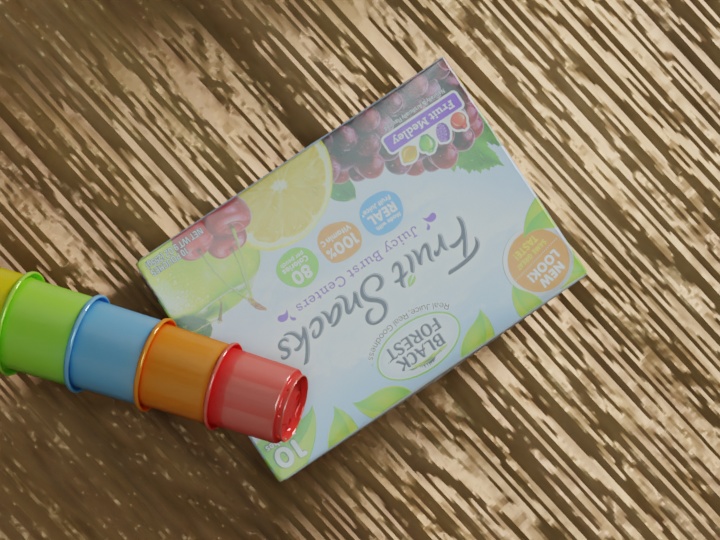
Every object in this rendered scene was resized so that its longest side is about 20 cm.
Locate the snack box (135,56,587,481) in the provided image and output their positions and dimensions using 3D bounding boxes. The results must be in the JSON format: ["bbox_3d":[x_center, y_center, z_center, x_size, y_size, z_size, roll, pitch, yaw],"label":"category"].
[{"bbox_3d":[0.000,0.000,1.410,0.200,0.053,0.142,-34,91,-4],"label":"snack box"}]

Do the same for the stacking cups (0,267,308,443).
[{"bbox_3d":[-0.126,0.043,1.360,0.199,0.060,0.061,16,86,18],"label":"stacking cups"}]
